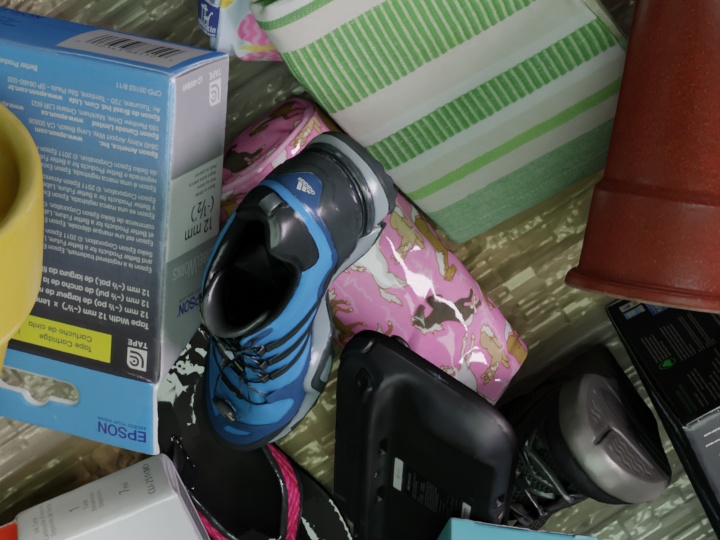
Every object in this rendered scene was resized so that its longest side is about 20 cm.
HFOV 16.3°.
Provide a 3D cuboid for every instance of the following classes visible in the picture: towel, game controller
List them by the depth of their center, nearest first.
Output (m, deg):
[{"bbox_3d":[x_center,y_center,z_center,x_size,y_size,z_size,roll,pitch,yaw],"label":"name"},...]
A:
[{"bbox_3d":[0.057,-0.104,1.257,0.152,0.024,0.200,-28,134,21],"label":"towel"},{"bbox_3d":[0.033,0.105,1.323,0.104,0.200,0.042,25,61,13],"label":"game controller"}]

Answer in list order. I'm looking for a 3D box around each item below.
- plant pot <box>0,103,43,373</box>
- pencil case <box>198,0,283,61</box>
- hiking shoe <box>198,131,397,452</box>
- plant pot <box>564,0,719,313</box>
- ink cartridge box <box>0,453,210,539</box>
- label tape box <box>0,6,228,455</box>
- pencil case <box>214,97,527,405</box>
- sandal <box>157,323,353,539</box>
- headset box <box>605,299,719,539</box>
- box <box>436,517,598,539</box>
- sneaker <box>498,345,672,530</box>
[{"bbox_3d":[-0.251,0.030,1.211,0.199,0.201,0.190,-1,125,-7],"label":"plant pot"},{"bbox_3d":[0.015,-0.152,1.277,0.198,0.083,0.091,1,131,-9],"label":"pencil case"},{"bbox_3d":[-0.054,0.018,1.244,0.074,0.086,0.201,40,133,23],"label":"hiking shoe"},{"bbox_3d":[0.205,-0.081,1.201,0.199,0.201,0.197,4,95,-9],"label":"plant pot"},{"bbox_3d":[-0.147,0.214,1.383,0.172,0.044,0.201,-23,124,0],"label":"ink cartridge box"},{"bbox_3d":[-0.147,-0.022,1.282,0.142,0.066,0.202,13,112,21],"label":"label tape box"},{"bbox_3d":[0.000,0.000,1.330,0.086,0.083,0.200,-43,110,-7],"label":"pencil case"},{"bbox_3d":[-0.069,0.115,1.380,0.075,0.045,0.201,-31,110,4],"label":"sandal"},{"bbox_3d":[0.228,0.110,1.349,0.092,0.174,0.201,-27,112,2],"label":"headset box"},{"bbox_3d":[0.061,0.202,1.364,0.082,0.049,0.200,9,148,-10],"label":"box"},{"bbox_3d":[0.099,0.103,1.319,0.114,0.199,0.076,-37,95,7],"label":"sneaker"}]
